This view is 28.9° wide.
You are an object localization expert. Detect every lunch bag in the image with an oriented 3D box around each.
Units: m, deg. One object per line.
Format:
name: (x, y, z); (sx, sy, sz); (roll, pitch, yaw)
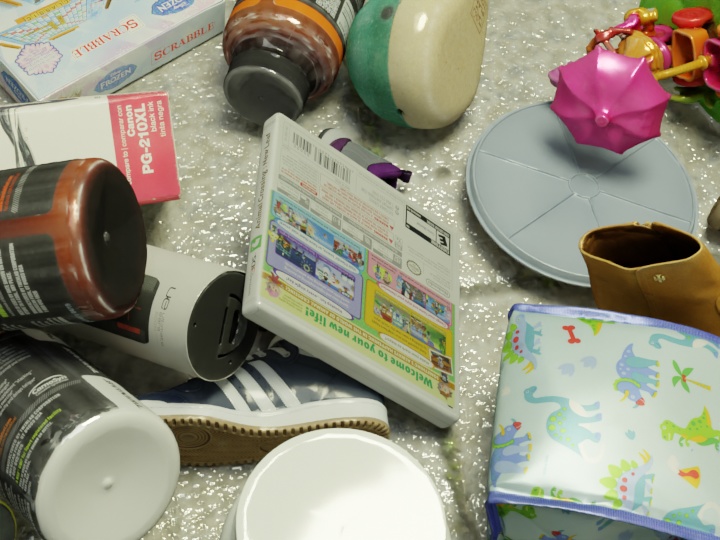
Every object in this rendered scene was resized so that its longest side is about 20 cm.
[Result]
lunch bag: (0.193, 0.127, 0.991); (0.198, 0.128, 0.171); (4, 55, 9)

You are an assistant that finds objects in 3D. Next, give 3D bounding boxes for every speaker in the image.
speaker: (-0.170, 0.018, 1.016); (0.199, 0.082, 0.081); (15, 52, 34)

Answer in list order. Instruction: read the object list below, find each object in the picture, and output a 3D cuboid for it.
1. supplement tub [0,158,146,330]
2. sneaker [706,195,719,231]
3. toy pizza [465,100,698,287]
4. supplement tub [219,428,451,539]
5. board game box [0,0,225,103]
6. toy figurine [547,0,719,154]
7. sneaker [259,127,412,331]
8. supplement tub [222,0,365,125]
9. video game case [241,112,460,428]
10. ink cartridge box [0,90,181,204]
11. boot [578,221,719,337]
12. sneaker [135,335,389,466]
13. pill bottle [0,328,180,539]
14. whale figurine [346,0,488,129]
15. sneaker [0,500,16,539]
supplement tub: (-0.252, -0.012, 0.934); (0.198, 0.107, 0.108); (-6, 54, 15)
sneaker: (0.377, -0.086, 1.187); (0.075, 0.071, 0.200); (42, 63, 15)
toy pizza: (0.184, -0.062, 1.173); (0.198, 0.032, 0.201); (5, 53, -6)
supplement tub: (-0.018, 0.200, 0.876); (0.144, 0.201, 0.146); (2, 56, -3)
board game box: (-0.258, -0.242, 1.249); (0.199, 0.041, 0.200); (-33, 65, -25)
toy figurine: (0.233, -0.171, 1.176); (0.183, 0.151, 0.200); (-20, 31, -24)
sneaker: (-0.022, -0.028, 1.110); (0.087, 0.075, 0.201); (21, 56, 3)
supplement tub: (-0.057, -0.222, 1.215); (0.106, 0.107, 0.201); (15, 56, 5)
video game case: (0.000, 0.000, 1.046); (0.199, 0.022, 0.183); (32, 44, -31)
ink cartridge box: (-0.245, -0.088, 1.077); (0.198, 0.145, 0.085); (-8, 99, -10)
boot: (0.264, 0.023, 1.024); (0.200, 0.144, 0.071); (6, 62, 25)
sneaker: (-0.081, 0.080, 1.031); (0.198, 0.070, 0.109); (0, 57, -9)
pill bottle: (-0.215, 0.105, 0.950); (0.106, 0.107, 0.200); (-33, 37, -24)
whale figurine: (0.053, -0.219, 1.205); (0.103, 0.159, 0.201); (7, 65, 28)
sneaker: (-0.323, 0.204, 0.935); (0.199, 0.075, 0.085); (-29, 28, -10)
